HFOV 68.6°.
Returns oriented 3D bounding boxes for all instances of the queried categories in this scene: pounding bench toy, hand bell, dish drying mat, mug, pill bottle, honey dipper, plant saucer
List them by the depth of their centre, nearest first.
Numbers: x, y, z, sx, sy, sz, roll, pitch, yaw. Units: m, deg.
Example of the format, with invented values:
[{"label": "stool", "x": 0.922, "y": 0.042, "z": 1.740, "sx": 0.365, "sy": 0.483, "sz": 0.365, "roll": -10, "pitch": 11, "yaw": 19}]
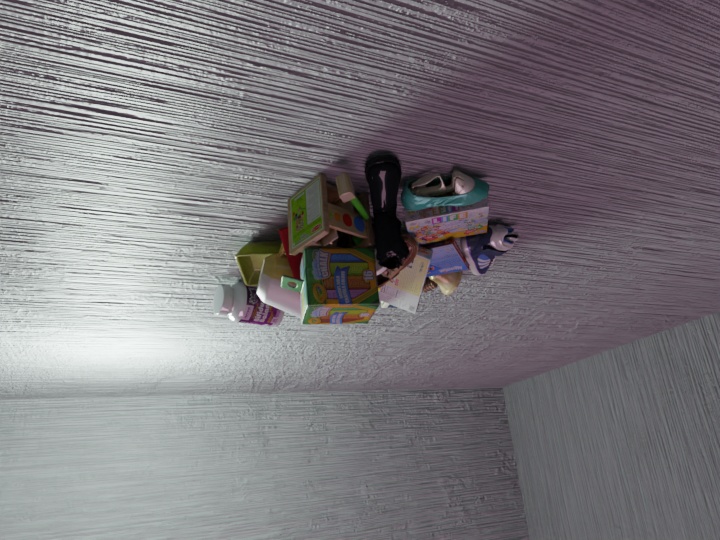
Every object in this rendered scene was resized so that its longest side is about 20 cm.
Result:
[{"label": "pounding bench toy", "x": -0.035, "y": -0.112, "z": 1.100, "sx": 0.152, "sy": 0.129, "sz": 0.197, "roll": 13, "pitch": 151, "yaw": -40}, {"label": "dish drying mat", "x": -0.118, "y": -0.005, "z": 1.184, "sx": 0.074, "sy": 0.207, "sz": 0.018, "roll": -18, "pitch": 176, "yaw": -10}, {"label": "mug", "x": -0.161, "y": 0.012, "z": 1.254, "sx": 0.147, "sy": 0.194, "sz": 0.149, "roll": 14, "pitch": 166, "yaw": -13}, {"label": "plant saucer", "x": -0.214, "y": -0.024, "z": 1.365, "sx": 0.191, "sy": 0.050, "sz": 0.201, "roll": -4, "pitch": 157, "yaw": -6}, {"label": "hand bell", "x": 0.179, "y": -0.013, "z": 1.481, "sx": 0.194, "sy": 0.108, "sz": 0.104, "roll": 21, "pitch": 149, "yaw": -23}, {"label": "pill bottle", "x": -0.323, "y": 0.097, "z": 1.538, "sx": 0.195, "sy": 0.117, "sz": 0.111, "roll": 11, "pitch": 153, "yaw": -36}, {"label": "honey dipper", "x": 0.267, "y": 0.015, "z": 1.605, "sx": 0.197, "sy": 0.039, "sz": 0.037, "roll": -28, "pitch": 149, "yaw": 37}]

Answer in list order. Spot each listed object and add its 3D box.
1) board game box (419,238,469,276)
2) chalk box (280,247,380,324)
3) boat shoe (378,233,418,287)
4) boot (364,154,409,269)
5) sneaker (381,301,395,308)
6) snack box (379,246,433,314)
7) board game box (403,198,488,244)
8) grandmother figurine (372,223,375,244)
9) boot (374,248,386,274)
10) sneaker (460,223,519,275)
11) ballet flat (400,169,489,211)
[{"label": "board game box", "x": 0.179, "y": -0.025, "z": 1.391, "sx": 0.194, "sy": 0.020, "sz": 0.104, "roll": -11, "pitch": 133, "yaw": 36}, {"label": "chalk box", "x": -0.068, "y": 0.035, "z": 1.105, "sx": 0.191, "sy": 0.129, "sz": 0.125, "roll": -1, "pitch": 158, "yaw": -12}, {"label": "boat shoe", "x": 0.075, "y": -0.013, "z": 1.322, "sx": 0.075, "sy": 0.072, "sz": 0.200, "roll": 39, "pitch": 135, "yaw": -3}, {"label": "boot", "x": 0.057, "y": -0.110, "z": 1.069, "sx": 0.073, "sy": 0.175, "sz": 0.201, "roll": -8, "pitch": 158, "yaw": 0}, {"label": "sneaker", "x": 0.121, "y": 0.069, "z": 1.648, "sx": 0.081, "sy": 0.078, "sz": 0.200, "roll": 0, "pitch": 167, "yaw": -11}, {"label": "snack box", "x": 0.117, "y": 0.016, "z": 1.403, "sx": 0.112, "sy": 0.038, "sz": 0.205, "roll": 20, "pitch": 133, "yaw": 10}, {"label": "board game box", "x": 0.207, "y": -0.118, "z": 1.269, "sx": 0.192, "sy": 0.036, "sz": 0.135, "roll": -10, "pitch": 157, "yaw": 9}, {"label": "grandmother figurine", "x": 0.006, "y": -0.083, "z": 1.273, "sx": 0.193, "sy": 0.063, "sz": 0.121, "roll": -11, "pitch": 166, "yaw": 19}, {"label": "boot", "x": 0.000, "y": 0.000, "z": 1.318, "sx": 0.194, "sy": 0.075, "sz": 0.090, "roll": -4, "pitch": 154, "yaw": 35}, {"label": "sneaker", "x": 0.355, "y": -0.054, "z": 1.397, "sx": 0.141, "sy": 0.084, "sz": 0.200, "roll": -11, "pitch": 152, "yaw": 24}, {"label": "ballet flat", "x": 0.179, "y": -0.171, "z": 1.101, "sx": 0.191, "sy": 0.069, "sz": 0.071, "roll": -9, "pitch": 144, "yaw": 1}]
